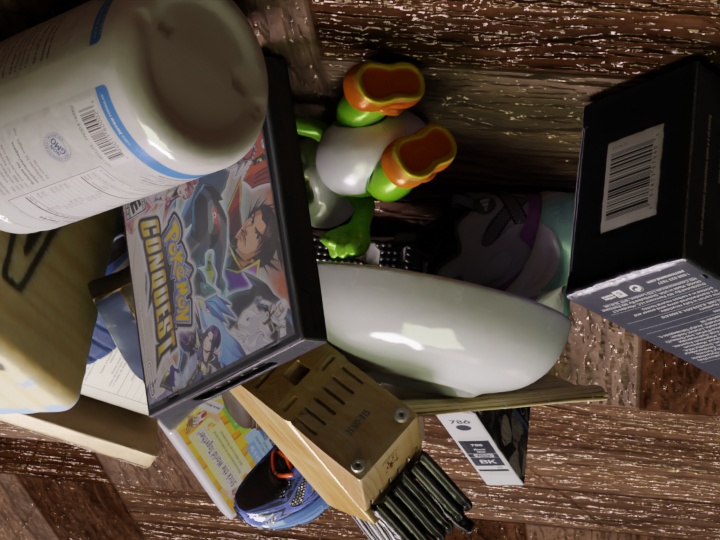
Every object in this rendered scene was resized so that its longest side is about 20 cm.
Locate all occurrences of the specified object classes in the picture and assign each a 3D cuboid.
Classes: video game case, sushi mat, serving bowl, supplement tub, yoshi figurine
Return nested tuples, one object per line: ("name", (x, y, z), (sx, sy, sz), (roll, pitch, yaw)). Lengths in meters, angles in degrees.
("video game case", (-0.099, -0.020, 1.433), (0.025, 0.201, 0.180), (7, 157, -40))
("sushi mat", (0.082, 0.091, 1.568), (0.199, 0.012, 0.096), (-3, -172, -34))
("serving bowl", (0.046, 0.049, 1.482), (0.199, 0.066, 0.200), (12, 172, 2))
("supplement tub", (-0.169, -0.107, 1.365), (0.200, 0.132, 0.132), (-15, 146, 42))
("video game case", (-0.073, 0.106, 1.753), (0.023, 0.182, 0.200), (41, 168, 26))
("yoshi figurine", (-0.029, -0.067, 1.441), (0.112, 0.113, 0.200), (28, 151, -19))

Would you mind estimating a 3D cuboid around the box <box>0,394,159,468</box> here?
("box", (-0.263, 0.074, 1.748), (0.199, 0.164, 0.021), (20, 125, -22))

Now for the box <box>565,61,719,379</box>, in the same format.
("box", (0.244, -0.022, 1.389), (0.200, 0.149, 0.104), (28, 148, -34))

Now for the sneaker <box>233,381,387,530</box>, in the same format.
("sneaker", (-0.028, 0.116, 1.619), (0.078, 0.200, 0.075), (44, 179, -43))

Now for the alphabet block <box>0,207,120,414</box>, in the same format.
("alphabet block", (-0.313, -0.020, 1.516), (0.195, 0.197, 0.200), (-6, 151, 24))

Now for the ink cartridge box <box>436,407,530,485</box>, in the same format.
("ink cartridge box", (0.099, 0.098, 1.740), (0.039, 0.100, 0.200), (-2, 154, 21))

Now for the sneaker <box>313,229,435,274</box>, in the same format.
("sneaker", (0.000, 0.000, 1.626), (0.199, 0.074, 0.080), (12, -177, -18))

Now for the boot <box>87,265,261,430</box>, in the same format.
("boot", (-0.134, 0.057, 1.582), (0.097, 0.075, 0.200), (-19, 130, -3))

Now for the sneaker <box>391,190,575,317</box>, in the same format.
("sneaker", (0.092, -0.002, 1.575), (0.139, 0.078, 0.200), (9, 145, 4))

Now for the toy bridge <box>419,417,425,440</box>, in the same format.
("toy bridge", (0.036, 0.112, 1.705), (0.027, 0.200, 0.067), (6, 124, 23))

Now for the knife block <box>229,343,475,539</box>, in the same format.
("knife block", (-0.010, 0.130, 1.500), (0.200, 0.064, 0.176), (37, 161, 19))

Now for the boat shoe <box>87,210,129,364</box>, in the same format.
("boat shoe", (-0.166, -0.014, 1.598), (0.200, 0.073, 0.072), (-36, 139, 14))

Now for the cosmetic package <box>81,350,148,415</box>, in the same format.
("cosmetic package", (-0.190, 0.051, 1.720), (0.199, 0.071, 0.105), (21, 114, -24))
